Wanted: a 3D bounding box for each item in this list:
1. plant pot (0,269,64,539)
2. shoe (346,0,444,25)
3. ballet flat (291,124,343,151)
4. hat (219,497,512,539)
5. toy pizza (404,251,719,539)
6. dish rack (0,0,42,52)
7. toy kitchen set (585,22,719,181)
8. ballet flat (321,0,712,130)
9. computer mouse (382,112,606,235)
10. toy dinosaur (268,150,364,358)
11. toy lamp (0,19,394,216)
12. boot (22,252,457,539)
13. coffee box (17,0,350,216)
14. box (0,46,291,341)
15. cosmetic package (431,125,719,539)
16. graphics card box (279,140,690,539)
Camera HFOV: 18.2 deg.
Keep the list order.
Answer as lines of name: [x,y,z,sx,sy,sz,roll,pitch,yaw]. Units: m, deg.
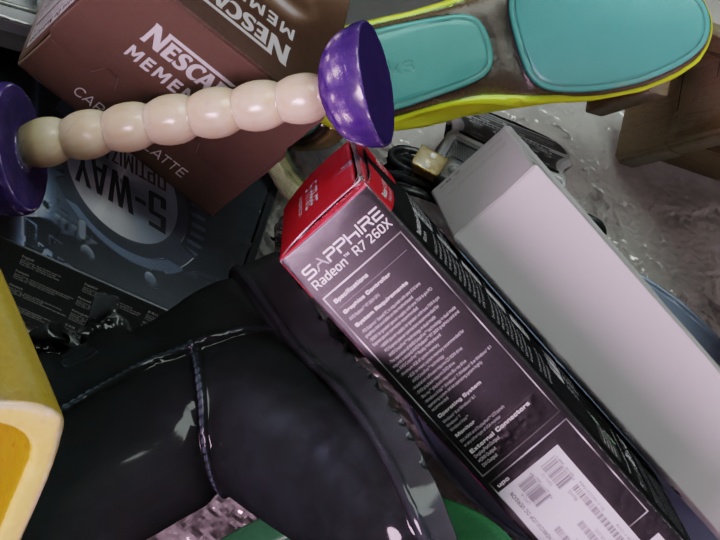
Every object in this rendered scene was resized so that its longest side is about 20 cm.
plant pot: [-0.235,0.041,0.776,0.194,0.196,0.200,7,38,-25]
shoe: [-0.021,-0.203,1.219,0.200,0.071,0.091,30,47,4]
ballet flat: [-0.078,-0.130,1.136,0.200,0.069,0.063,46,15,12]
hat: [0.022,0.198,0.898,0.200,0.176,0.166,-17,48,6]
toy pizza: [0.106,0.069,1.064,0.200,0.032,0.200,16,45,-16]
dish rack: [-0.198,-0.179,1.047,0.172,0.044,0.200,16,43,-18]
toy kitchen set: [0.165,-0.031,1.131,0.163,0.200,0.181,17,79,-20]
ballet flat: [0.065,-0.104,1.070,0.200,0.067,0.067,-11,88,-8]
computer mouse: [0.067,-0.039,1.098,0.110,0.044,0.200,22,13,2]
toy dinosaur: [0.000,0.000,1.008,0.200,0.047,0.088,46,35,8]
toy lamp: [-0.089,-0.059,0.909,0.200,0.058,0.058,-10,42,15]
boot: [-0.071,0.080,0.849,0.162,0.073,0.198,-24,42,-13]
coffee box: [-0.066,-0.138,1.009,0.114,0.080,0.200,37,37,-22]
box: [-0.140,-0.048,1.019,0.200,0.044,0.160,25,41,-8]
cosmetic package: [0.115,0.033,0.969,0.200,0.051,0.083,48,5,-14]
graphics card box: [0.048,0.041,0.913,0.200,0.051,0.125,47,6,-9]
